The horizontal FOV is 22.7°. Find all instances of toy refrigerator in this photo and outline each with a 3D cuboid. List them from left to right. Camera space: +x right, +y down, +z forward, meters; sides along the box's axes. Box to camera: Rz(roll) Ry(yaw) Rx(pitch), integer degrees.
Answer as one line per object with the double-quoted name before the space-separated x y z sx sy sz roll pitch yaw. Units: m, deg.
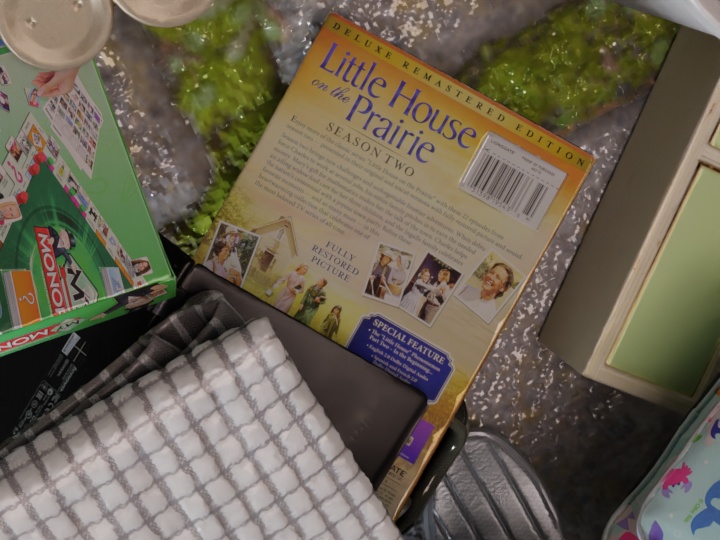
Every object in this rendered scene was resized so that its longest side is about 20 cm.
"toy refrigerator" 0.173 -0.033 0.904 0.076 0.070 0.201 22 97 -20

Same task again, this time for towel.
"towel" -0.070 0.124 0.754 0.165 0.086 0.200 -34 114 -4

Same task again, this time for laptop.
"laptop" -0.112 0.075 0.828 0.188 0.200 0.116 -58 146 4

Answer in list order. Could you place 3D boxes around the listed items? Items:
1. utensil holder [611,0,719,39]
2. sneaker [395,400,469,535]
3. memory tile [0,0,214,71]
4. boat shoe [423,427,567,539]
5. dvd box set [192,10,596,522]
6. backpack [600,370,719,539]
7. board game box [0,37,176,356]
"utensil holder" 0.163 -0.188 0.789 0.169 0.200 0.171 -5 107 -16
"sneaker" -0.020 0.125 0.886 0.074 0.079 0.200 35 94 -23
"memory tile" -0.073 -0.177 0.718 0.199 0.017 0.154 -19 116 3
"boat shoe" 0.084 0.176 0.937 0.072 0.062 0.201 -22 93 -1
"dvd box set" 0.000 0.000 0.841 0.146 0.029 0.201 29 89 6
"backpack" 0.233 0.127 0.833 0.200 0.151 0.178 37 84 22
"board game box" -0.173 -0.061 0.759 0.134 0.029 0.201 -18 75 -11
